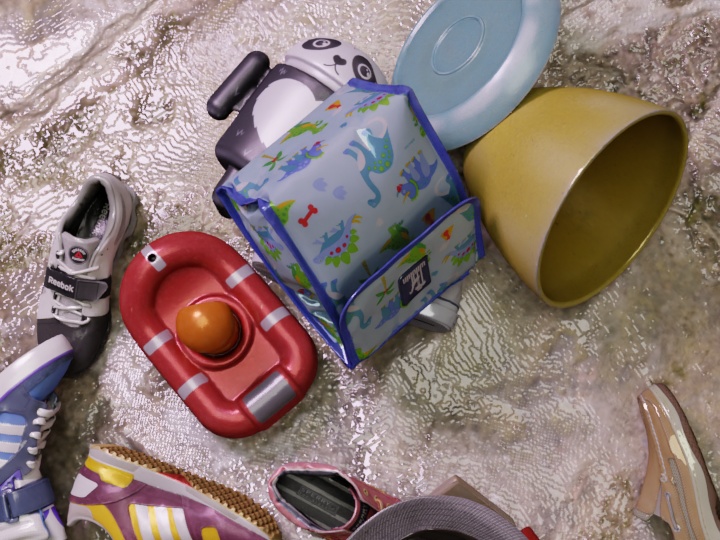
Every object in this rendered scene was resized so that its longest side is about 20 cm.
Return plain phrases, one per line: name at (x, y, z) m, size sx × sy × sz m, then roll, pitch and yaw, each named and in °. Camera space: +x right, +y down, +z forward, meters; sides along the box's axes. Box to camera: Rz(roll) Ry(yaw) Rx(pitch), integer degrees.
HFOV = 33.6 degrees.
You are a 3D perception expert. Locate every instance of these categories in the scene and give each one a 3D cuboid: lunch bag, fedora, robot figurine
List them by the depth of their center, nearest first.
fedora at (0.064, 0.267, 0.942) m, size 0.200 × 0.090 × 0.177 m, roll 42°, pitch 88°, yaw -1°
lunch bag at (0.005, -0.036, 1.031) m, size 0.170 × 0.127 × 0.200 m, roll -40°, pitch 120°, yaw -15°
robot figurine at (-0.056, -0.123, 1.118) m, size 0.150 × 0.125 × 0.200 m, roll 41°, pitch 81°, yaw -35°

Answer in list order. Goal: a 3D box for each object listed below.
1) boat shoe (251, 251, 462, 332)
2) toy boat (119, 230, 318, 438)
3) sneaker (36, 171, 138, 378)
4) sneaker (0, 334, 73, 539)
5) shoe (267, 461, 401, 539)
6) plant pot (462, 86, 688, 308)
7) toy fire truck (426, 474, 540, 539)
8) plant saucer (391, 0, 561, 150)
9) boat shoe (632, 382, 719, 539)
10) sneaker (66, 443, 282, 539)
boat shoe at (0.000, 0.000, 1.126) m, size 0.200 × 0.074 × 0.067 m, roll 19°, pitch 73°, yaw -6°
toy boat at (-0.135, 0.052, 1.086) m, size 0.131 × 0.131 × 0.200 m, roll -40°, pitch 80°, yaw -5°
sneaker at (-0.268, 0.001, 1.126) m, size 0.074 × 0.089 × 0.200 m, roll 11°, pitch 81°, yaw 4°
sneaker at (-0.300, 0.174, 1.090) m, size 0.200 × 0.081 × 0.146 m, roll -44°, pitch 90°, yaw 0°
shoe at (0.008, 0.228, 1.063) m, size 0.200 × 0.091 × 0.072 m, roll 25°, pitch 81°, yaw 7°
plant pot at (0.176, -0.087, 1.083) m, size 0.142 × 0.200 × 0.200 m, roll 38°, pitch 82°, yaw 32°
toy fire truck at (0.108, 0.288, 1.032) m, size 0.176 × 0.129 × 0.200 m, roll -36°, pitch 75°, yaw -4°
plant saucer at (0.097, -0.203, 1.108) m, size 0.027 × 0.200 × 0.200 m, roll 32°, pitch 79°, yaw -35°
boat shoe at (0.279, 0.203, 1.070) m, size 0.076 × 0.072 × 0.200 m, roll -21°, pitch 79°, yaw 11°
sneaker at (-0.170, 0.231, 1.088) m, size 0.200 × 0.075 × 0.090 m, roll 22°, pitch 89°, yaw 13°
